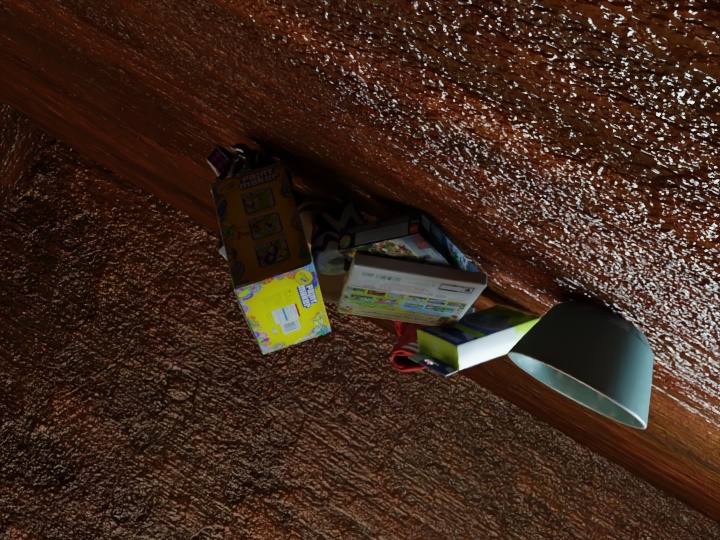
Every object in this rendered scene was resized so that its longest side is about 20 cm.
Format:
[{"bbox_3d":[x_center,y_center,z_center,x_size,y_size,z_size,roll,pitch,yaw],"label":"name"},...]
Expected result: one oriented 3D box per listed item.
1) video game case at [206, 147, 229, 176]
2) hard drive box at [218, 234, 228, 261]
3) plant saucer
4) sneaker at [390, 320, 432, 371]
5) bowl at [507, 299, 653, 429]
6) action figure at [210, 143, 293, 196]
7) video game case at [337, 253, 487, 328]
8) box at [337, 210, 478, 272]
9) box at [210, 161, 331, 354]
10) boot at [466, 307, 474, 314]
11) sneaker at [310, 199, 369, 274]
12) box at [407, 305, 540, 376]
[{"bbox_3d":[-0.211,-0.137,1.494,0.200,0.036,0.181,46,175,3],"label":"video game case"},{"bbox_3d":[-0.174,-0.007,1.447,0.200,0.077,0.156,48,-177,-16],"label":"hard drive box"},{"bbox_3d":[-0.058,-0.028,1.337,0.197,0.029,0.205,24,129,33],"label":"plant saucer"},{"bbox_3d":[0.078,0.107,1.376,0.199,0.114,0.080,29,140,50],"label":"sneaker"},{"bbox_3d":[0.304,0.113,1.008,0.198,0.107,0.201,29,174,3],"label":"bowl"},{"bbox_3d":[-0.175,-0.143,1.240,0.116,0.104,0.200,24,176,-12],"label":"action figure"},{"bbox_3d":[0.072,0.035,1.151,0.194,0.023,0.183,8,155,-7],"label":"video game case"},{"bbox_3d":[0.074,-0.013,1.122,0.134,0.039,0.199,-11,150,30],"label":"box"},{"bbox_3d":[-0.136,-0.016,1.172,0.202,0.119,0.196,80,172,-58],"label":"box"},{"bbox_3d":[0.130,0.060,1.475,0.155,0.081,0.211,28,173,21],"label":"boot"},{"bbox_3d":[0.007,-0.060,1.219,0.193,0.132,0.080,-3,142,-18],"label":"sneaker"},{"bbox_3d":[0.186,0.111,1.254,0.195,0.049,0.121,-14,-165,-26],"label":"box"}]
